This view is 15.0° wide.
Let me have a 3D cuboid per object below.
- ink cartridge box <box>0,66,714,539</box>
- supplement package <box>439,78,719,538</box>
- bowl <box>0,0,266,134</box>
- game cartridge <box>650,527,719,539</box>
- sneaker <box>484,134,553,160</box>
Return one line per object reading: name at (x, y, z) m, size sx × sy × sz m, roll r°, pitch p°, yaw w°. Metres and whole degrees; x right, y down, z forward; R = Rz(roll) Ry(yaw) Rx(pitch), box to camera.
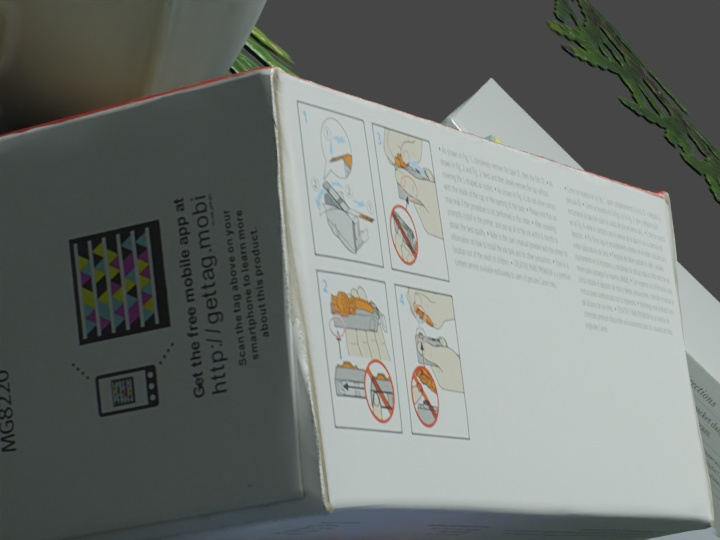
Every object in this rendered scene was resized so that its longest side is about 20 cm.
ink cartridge box at (-0.041, 0.027, 0.598) m, size 0.200 × 0.174 × 0.085 m, roll 12°, pitch 69°, yaw -63°
supplement package at (0.081, 0.033, 1.145) m, size 0.200 × 0.111 × 0.156 m, roll 45°, pitch 13°, yaw -1°
bowl at (-0.116, -0.100, 0.773) m, size 0.198 × 0.200 × 0.075 m, roll 10°, pitch 63°, yaw -9°
game cartridge at (0.039, 0.068, 0.976) m, size 0.199 × 0.041 × 0.133 m, roll 31°, pitch 4°, yaw 12°
sneaker at (0.000, 0.000, 0.876) m, size 0.080 × 0.130 × 0.200 m, roll 55°, pitch -8°, yaw -36°
